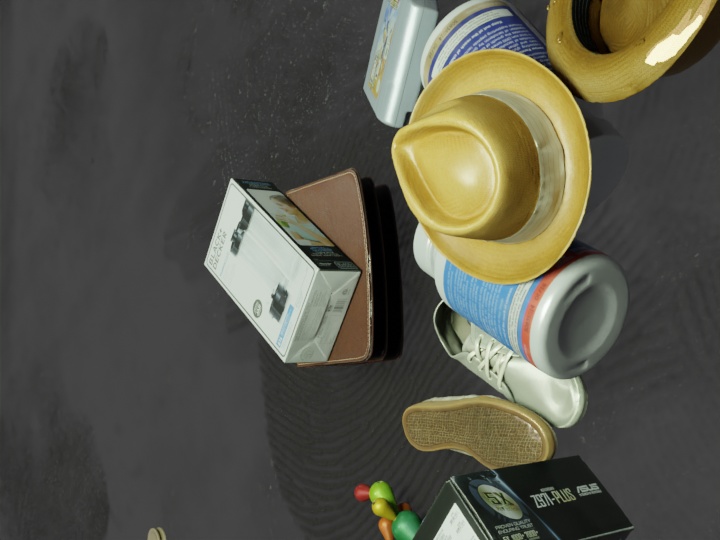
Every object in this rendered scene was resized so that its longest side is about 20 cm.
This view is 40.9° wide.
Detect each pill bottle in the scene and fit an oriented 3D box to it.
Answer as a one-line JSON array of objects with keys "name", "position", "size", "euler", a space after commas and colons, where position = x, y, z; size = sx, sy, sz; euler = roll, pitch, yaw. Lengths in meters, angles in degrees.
[{"name": "pill bottle", "position": [0.135, 0.004, 0.870], "size": [0.199, 0.110, 0.115], "euler": [35, 117, 48]}, {"name": "pill bottle", "position": [0.144, -0.143, 0.858], "size": [0.201, 0.114, 0.117], "euler": [59, 133, 37]}]

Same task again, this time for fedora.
[{"name": "fedora", "position": [0.230, -0.218, 0.738], "size": [0.200, 0.081, 0.205], "euler": [-32, 50, 47]}, {"name": "fedora", "position": [0.088, -0.082, 0.774], "size": [0.198, 0.081, 0.206], "euler": [7, 100, 47]}]

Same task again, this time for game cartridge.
[{"name": "game cartridge", "position": [0.040, -0.234, 1.000], "size": [0.201, 0.041, 0.136], "euler": [-104, 23, -70]}]

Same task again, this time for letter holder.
[{"name": "letter holder", "position": [0.000, 0.000, 1.074], "size": [0.141, 0.099, 0.205], "euler": [-13, 79, 51]}]

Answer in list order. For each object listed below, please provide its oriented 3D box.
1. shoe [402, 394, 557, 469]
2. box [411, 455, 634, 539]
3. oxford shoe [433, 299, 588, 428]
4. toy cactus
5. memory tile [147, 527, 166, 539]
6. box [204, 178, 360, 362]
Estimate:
[{"name": "shoe", "position": [0.120, 0.151, 0.940], "size": [0.198, 0.053, 0.072], "euler": [-1, 99, 53]}, {"name": "box", "position": [0.118, 0.270, 0.848], "size": [0.086, 0.161, 0.203], "euler": [53, 130, 40]}, {"name": "oxford shoe", "position": [0.135, 0.084, 0.917], "size": [0.200, 0.057, 0.077], "euler": [42, 120, 45]}, {"name": "toy cactus", "position": [0.054, 0.314, 1.012], "size": [0.164, 0.101, 0.204], "euler": [-27, 59, 40]}, {"name": "memory tile", "position": [-0.338, 0.548, 1.610], "size": [0.153, 0.017, 0.203], "euler": [45, 125, 45]}, {"name": "box", "position": [-0.092, -0.003, 1.063], "size": [0.200, 0.059, 0.118], "euler": [46, 123, 41]}]
